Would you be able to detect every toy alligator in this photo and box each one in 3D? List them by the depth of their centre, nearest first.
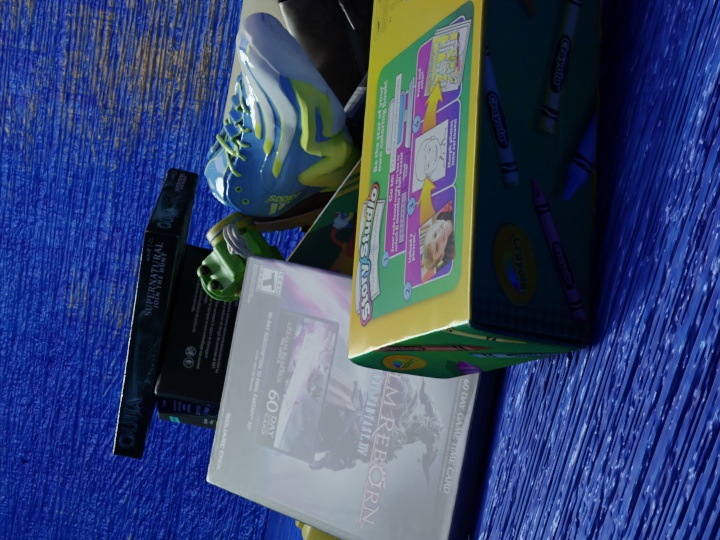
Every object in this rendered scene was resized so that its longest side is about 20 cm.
[{"bbox_3d":[-0.089,-0.002,0.895,0.054,0.060,0.200,-36,-4,2],"label":"toy alligator"}]

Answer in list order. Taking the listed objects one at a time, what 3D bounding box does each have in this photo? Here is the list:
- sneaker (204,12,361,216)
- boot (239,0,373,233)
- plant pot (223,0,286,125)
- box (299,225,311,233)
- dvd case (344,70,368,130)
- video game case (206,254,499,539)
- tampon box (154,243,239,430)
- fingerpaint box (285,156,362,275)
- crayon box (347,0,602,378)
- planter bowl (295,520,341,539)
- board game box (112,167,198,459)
[{"bbox_3d":[-0.062,-0.086,0.858,0.076,0.105,0.200,55,180,27],"label":"sneaker"},{"bbox_3d":[-0.033,-0.136,1.008,0.167,0.199,0.072,64,177,-30],"label":"boot"},{"bbox_3d":[-0.013,-0.171,1.216,0.178,0.198,0.202,-106,25,-57],"label":"plant pot"},{"bbox_3d":[0.020,-0.120,1.081,0.035,0.109,0.202,-89,11,-68],"label":"box"},{"bbox_3d":[0.052,-0.184,0.895,0.201,0.025,0.150,-57,7,5],"label":"dvd case"},{"bbox_3d":[-0.009,0.076,0.735,0.199,0.019,0.144,12,91,46],"label":"video game case"},{"bbox_3d":[-0.064,0.074,1.100,0.150,0.198,0.128,119,162,-73],"label":"tampon box"},{"bbox_3d":[0.000,0.000,0.924,0.167,0.073,0.200,-55,-4,-20],"label":"fingerpaint box"},{"bbox_3d":[0.048,-0.061,0.565,0.119,0.058,0.202,156,121,-64],"label":"crayon box"},{"bbox_3d":[0.006,0.125,0.826,0.200,0.083,0.203,-168,90,-86],"label":"planter bowl"},{"bbox_3d":[-0.168,0.033,1.061,0.136,0.028,0.202,-91,13,-66],"label":"board game box"}]
